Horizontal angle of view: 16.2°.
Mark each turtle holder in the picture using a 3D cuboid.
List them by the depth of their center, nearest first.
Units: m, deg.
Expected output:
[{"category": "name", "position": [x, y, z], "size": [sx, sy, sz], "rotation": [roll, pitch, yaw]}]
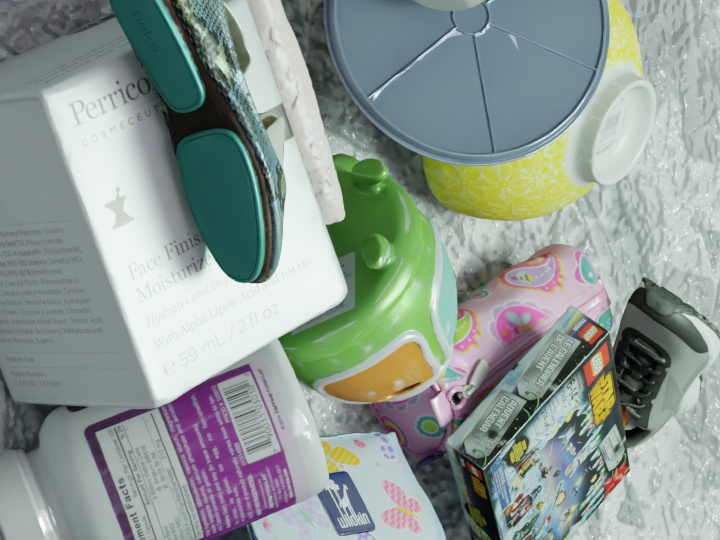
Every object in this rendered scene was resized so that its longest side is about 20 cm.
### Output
[{"category": "turtle holder", "position": [-0.007, 0.009, 1.699], "size": [0.141, 0.186, 0.132], "rotation": [-43, 127, 1]}]

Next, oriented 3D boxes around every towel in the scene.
[{"category": "towel", "position": [-0.064, -0.143, 1.611], "size": [0.032, 0.191, 0.201], "rotation": [-21, 109, -5]}]

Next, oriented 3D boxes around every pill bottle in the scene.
[{"category": "pill bottle", "position": [-0.129, 0.121, 1.559], "size": [0.199, 0.112, 0.113], "rotation": [-21, 107, -8]}]

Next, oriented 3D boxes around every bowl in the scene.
[{"category": "bowl", "position": [0.144, -0.116, 1.794], "size": [0.200, 0.107, 0.201], "rotation": [-38, 141, -38]}]

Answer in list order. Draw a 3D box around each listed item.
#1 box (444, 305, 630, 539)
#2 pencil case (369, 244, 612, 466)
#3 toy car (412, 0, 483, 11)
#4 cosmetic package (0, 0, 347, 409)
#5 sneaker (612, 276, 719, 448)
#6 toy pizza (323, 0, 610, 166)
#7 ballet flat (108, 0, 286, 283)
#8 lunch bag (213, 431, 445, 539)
[{"category": "box", "position": [0.130, 0.132, 1.801], "size": [0.137, 0.040, 0.200], "rotation": [-47, 151, -18]}, {"category": "pencil case", "position": [0.094, 0.058, 1.807], "size": [0.199, 0.087, 0.088], "rotation": [-32, 111, -38]}, {"category": "toy car", "position": [0.048, -0.272, 1.603], "size": [0.199, 0.150, 0.177], "rotation": [17, 75, -32]}, {"category": "cosmetic package", "position": [-0.142, -0.041, 1.540], "size": [0.164, 0.164, 0.201], "rotation": [-30, 108, -35]}, {"category": "sneaker", "position": [0.217, 0.075, 1.885], "size": [0.079, 0.074, 0.201], "rotation": [-47, 160, -21]}, {"category": "toy pizza", "position": [0.070, -0.167, 1.699], "size": [0.198, 0.032, 0.202], "rotation": [2, 80, -13]}, {"category": "ballet flat", "position": [-0.077, -0.093, 1.445], "size": [0.074, 0.074, 0.201], "rotation": [-33, 112, -37]}, {"category": "lunch bag", "position": [-0.034, 0.210, 1.676], "size": [0.169, 0.127, 0.202], "rotation": [1, 87, -44]}]
